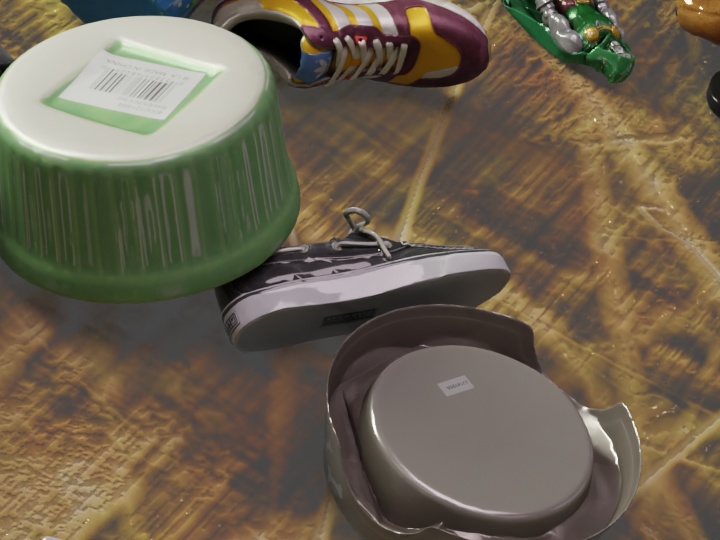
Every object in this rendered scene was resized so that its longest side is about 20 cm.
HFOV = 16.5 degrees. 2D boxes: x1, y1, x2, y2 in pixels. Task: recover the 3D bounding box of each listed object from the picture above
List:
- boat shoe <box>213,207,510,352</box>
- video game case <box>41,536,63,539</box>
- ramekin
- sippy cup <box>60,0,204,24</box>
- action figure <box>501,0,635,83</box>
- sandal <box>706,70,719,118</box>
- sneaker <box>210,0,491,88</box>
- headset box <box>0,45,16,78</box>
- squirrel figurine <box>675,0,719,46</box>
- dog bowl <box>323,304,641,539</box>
[{"bbox_3d":[-0.001,0.001,1.596,0.199,0.074,0.068,-12,63,-19],"label":"boat shoe"},{"bbox_3d":[-0.098,0.239,1.334,0.199,0.023,0.182,17,41,-4],"label":"video game case"},{"bbox_3d":[-0.140,-0.077,1.563,0.199,0.098,0.200,-2,36,2],"label":"ramekin"},{"bbox_3d":[-0.147,-0.233,1.749,0.140,0.178,0.130,36,63,-11],"label":"sippy cup"},{"bbox_3d":[0.150,-0.216,1.914,0.118,0.055,0.200,-13,54,-36],"label":"action figure"},{"bbox_3d":[0.363,-0.118,1.891,0.199,0.045,0.075,17,40,-3],"label":"sandal"},{"bbox_3d":[-0.008,-0.158,1.772,0.199,0.075,0.090,12,38,4],"label":"sneaker"},{"bbox_3d":[-0.344,-0.144,1.577,0.200,0.093,0.174,-11,48,-49],"label":"headset box"},{"bbox_3d":[0.331,-0.247,1.936,0.199,0.142,0.187,4,47,10],"label":"squirrel figurine"},{"bbox_3d":[0.068,0.110,1.514,0.200,0.059,0.200,12,41,-10],"label":"dog bowl"}]
